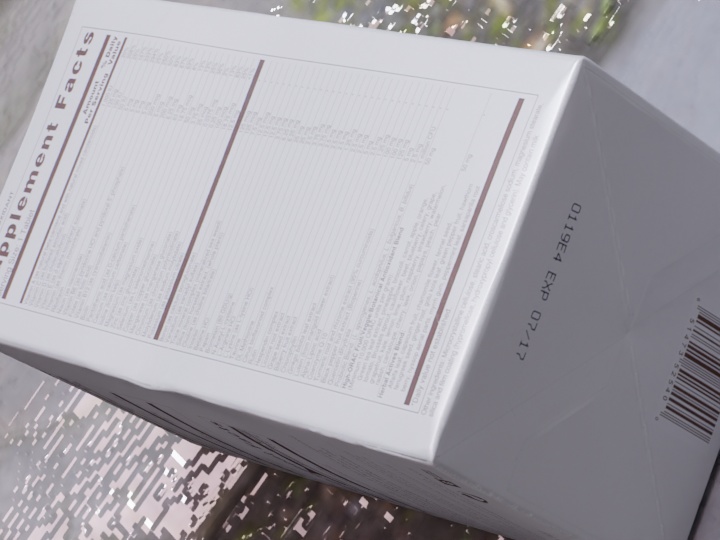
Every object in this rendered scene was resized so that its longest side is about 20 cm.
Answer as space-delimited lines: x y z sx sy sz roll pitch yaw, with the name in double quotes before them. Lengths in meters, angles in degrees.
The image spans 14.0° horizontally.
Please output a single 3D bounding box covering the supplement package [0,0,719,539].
"supplement package" 0.000 0.000 0.822 0.200 0.109 0.114 13 78 45
